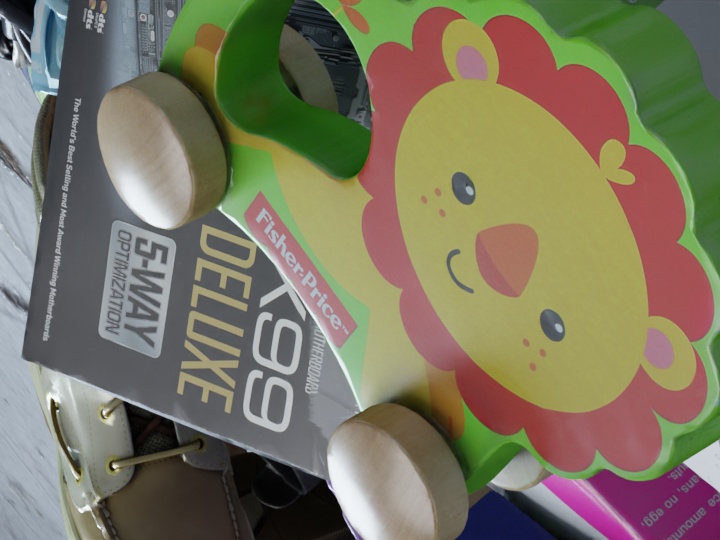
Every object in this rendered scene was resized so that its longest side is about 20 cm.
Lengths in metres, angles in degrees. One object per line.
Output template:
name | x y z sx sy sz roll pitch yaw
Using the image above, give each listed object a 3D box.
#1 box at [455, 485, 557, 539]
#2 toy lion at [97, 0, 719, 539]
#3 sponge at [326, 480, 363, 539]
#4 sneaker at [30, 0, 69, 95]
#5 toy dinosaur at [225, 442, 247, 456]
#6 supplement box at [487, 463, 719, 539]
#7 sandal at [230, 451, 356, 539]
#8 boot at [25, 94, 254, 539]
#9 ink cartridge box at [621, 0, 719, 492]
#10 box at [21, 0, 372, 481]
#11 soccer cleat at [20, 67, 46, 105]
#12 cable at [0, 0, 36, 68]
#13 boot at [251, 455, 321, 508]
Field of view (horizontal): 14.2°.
box | 0.106 0.156 0.966 0.121 0.032 0.200 55 171 -36
toy lion | 0.027 -0.022 0.813 0.200 0.068 0.192 53 143 13
sponge | 0.045 0.146 1.071 0.201 0.030 0.112 65 -170 30
sneaker | -0.096 -0.105 1.067 0.201 0.082 0.074 60 176 -9
toy dinosaur | -0.042 0.028 1.253 0.085 0.201 0.136 25 -156 0
supplement box | 0.125 0.078 0.994 0.200 0.103 0.101 47 164 13
sandal | 0.001 0.109 1.272 0.080 0.199 0.054 42 126 36
boot | -0.088 0.036 1.153 0.155 0.072 0.201 98 153 -48
ink cartridge box | 0.127 0.002 0.849 0.200 0.084 0.146 40 160 33
box | -0.025 -0.043 0.949 0.157 0.050 0.201 20 111 29
soccer cleat | -0.091 -0.049 1.358 0.200 0.065 0.084 53 161 -10
cable | -0.168 -0.172 1.216 0.163 0.051 0.201 -118 11 -68
boot | 0.000 0.000 1.088 0.077 0.138 0.200 38 159 36
